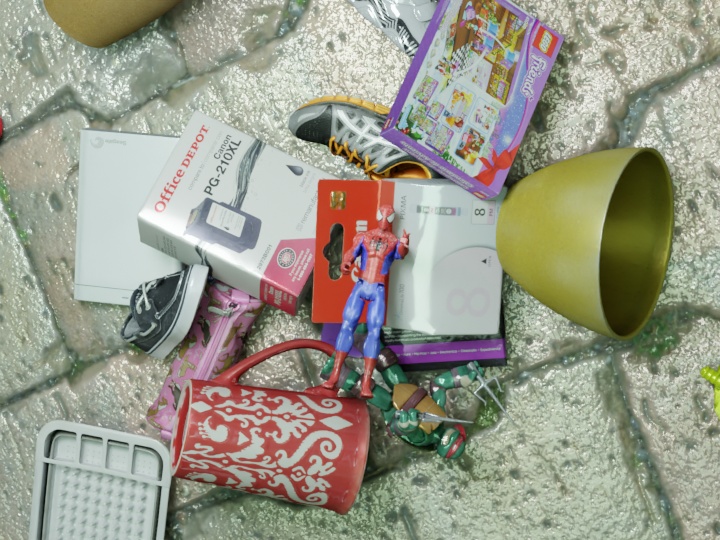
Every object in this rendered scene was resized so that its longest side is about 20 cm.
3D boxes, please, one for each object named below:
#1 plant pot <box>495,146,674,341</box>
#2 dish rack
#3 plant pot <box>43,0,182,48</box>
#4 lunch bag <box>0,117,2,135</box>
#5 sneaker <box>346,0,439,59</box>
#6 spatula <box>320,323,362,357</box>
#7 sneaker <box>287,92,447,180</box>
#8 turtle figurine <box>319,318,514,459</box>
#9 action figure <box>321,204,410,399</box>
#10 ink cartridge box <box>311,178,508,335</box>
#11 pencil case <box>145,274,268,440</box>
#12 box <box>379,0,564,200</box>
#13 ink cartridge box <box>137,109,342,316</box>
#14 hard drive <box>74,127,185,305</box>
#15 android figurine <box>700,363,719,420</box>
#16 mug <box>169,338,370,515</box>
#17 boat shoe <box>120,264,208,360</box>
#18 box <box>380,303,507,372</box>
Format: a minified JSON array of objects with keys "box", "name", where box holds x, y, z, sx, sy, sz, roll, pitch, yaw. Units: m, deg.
[{"box":[0.227,-0.036,1.620,0.141,0.200,0.201,9,100,32],"name":"plant pot"},{"box":[-0.307,0.281,1.843,0.171,0.044,0.201,9,100,10],"name":"dish rack"},{"box":[-0.257,-0.345,1.686,0.186,0.186,0.200,47,118,2],"name":"plant pot"},{"box":[-0.527,-0.176,1.807,0.199,0.082,0.177,32,103,7],"name":"lunch bag"},{"box":[0.064,-0.301,1.661,0.200,0.075,0.115,41,107,7],"name":"sneaker"},{"box":[0.000,0.000,1.745,0.056,0.021,0.201,11,97,-8],"name":"spatula"},{"box":[0.014,-0.137,1.684,0.199,0.078,0.078,11,72,11],"name":"sneaker"},{"box":[0.059,0.142,1.666,0.200,0.150,0.101,37,122,7],"name":"turtle figurine"},{"box":[0.007,0.025,1.578,0.065,0.099,0.201,11,81,4],"name":"action figure"},{"box":[0.054,-0.014,1.642,0.199,0.057,0.164,-1,102,-16],"name":"ink cartridge box"},{"box":[-0.175,0.100,1.763,0.083,0.086,0.201,35,108,35],"name":"pencil case"},{"box":[0.118,-0.193,1.610,0.136,0.039,0.201,31,70,-18],"name":"box"},{"box":[-0.128,-0.064,1.699,0.199,0.084,0.145,26,73,4],"name":"ink cartridge box"},{"box":[-0.265,-0.060,1.794,0.131,0.027,0.201,6,99,11],"name":"hard drive"},{"box":[0.464,0.139,1.656,0.199,0.041,0.183,33,104,4],"name":"android figurine"},{"box":[-0.103,0.172,1.715,0.199,0.178,0.134,10,146,-14],"name":"mug"},{"box":[-0.224,0.040,1.722,0.067,0.200,0.072,22,64,-14],"name":"boat shoe"},{"box":[0.086,0.011,1.714,0.142,0.036,0.201,-4,101,8],"name":"box"}]
